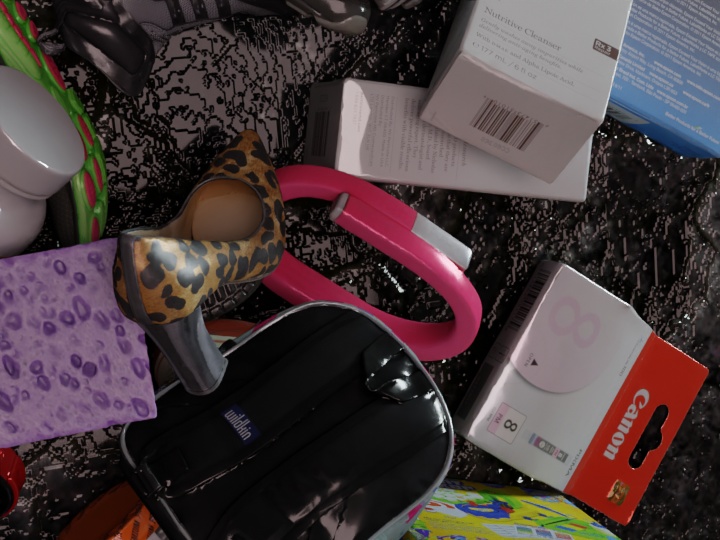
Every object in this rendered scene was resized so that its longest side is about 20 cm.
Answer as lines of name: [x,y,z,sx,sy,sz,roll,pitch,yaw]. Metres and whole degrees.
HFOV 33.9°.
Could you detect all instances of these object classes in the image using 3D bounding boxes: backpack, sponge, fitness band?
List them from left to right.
sponge: [-0.227,0.051,0.709,0.197,0.030,0.113,-10,92,-13]
backpack: [-0.041,0.127,0.795,0.199,0.151,0.178,-37,74,-17]
fitness band: [0.000,0.000,0.869,0.199,0.143,0.038,33,53,-14]

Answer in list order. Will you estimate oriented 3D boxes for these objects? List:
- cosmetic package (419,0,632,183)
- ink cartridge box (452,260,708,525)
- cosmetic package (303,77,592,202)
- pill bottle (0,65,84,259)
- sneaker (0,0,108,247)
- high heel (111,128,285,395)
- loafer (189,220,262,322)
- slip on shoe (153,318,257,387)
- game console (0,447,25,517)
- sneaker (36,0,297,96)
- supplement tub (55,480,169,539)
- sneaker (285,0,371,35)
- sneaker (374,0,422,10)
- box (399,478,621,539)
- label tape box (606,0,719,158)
cosmetic package: [0.126,-0.176,0.841,0.112,0.081,0.202,24,57,-8]
ink cartridge box: [0.195,0.109,0.991,0.199,0.057,0.164,31,88,-14]
cosmetic package: [0.065,-0.097,0.894,0.197,0.101,0.072,5,95,-18]
pill bottle: [-0.273,-0.037,0.756,0.199,0.111,0.111,-36,108,20]
sneaker: [-0.240,-0.100,0.827,0.083,0.077,0.202,-24,104,9]
high heel: [-0.098,-0.041,0.738,0.070,0.143,0.202,1,57,14]
loafer: [-0.166,0.009,0.849,0.197,0.071,0.074,-16,101,-5]
slip on shoe: [-0.066,0.070,0.899,0.198,0.061,0.075,9,117,-30]
game console: [-0.341,0.121,0.782,0.175,0.031,0.201,-23,127,12]
sneaker: [-0.133,-0.182,0.841,0.198,0.075,0.115,5,114,-33]
supplement tub: [-0.134,0.258,0.872,0.122,0.122,0.201,-35,106,-9]
sneaker: [-0.047,-0.247,0.803,0.079,0.075,0.201,-43,69,24]
sneaker: [0.021,-0.257,0.820,0.079,0.199,0.131,-29,95,17]
box: [0.096,0.245,0.902,0.197,0.192,0.124,10,96,-17]
label tape box: [0.262,-0.212,0.959,0.142,0.066,0.202,23,88,-19]
